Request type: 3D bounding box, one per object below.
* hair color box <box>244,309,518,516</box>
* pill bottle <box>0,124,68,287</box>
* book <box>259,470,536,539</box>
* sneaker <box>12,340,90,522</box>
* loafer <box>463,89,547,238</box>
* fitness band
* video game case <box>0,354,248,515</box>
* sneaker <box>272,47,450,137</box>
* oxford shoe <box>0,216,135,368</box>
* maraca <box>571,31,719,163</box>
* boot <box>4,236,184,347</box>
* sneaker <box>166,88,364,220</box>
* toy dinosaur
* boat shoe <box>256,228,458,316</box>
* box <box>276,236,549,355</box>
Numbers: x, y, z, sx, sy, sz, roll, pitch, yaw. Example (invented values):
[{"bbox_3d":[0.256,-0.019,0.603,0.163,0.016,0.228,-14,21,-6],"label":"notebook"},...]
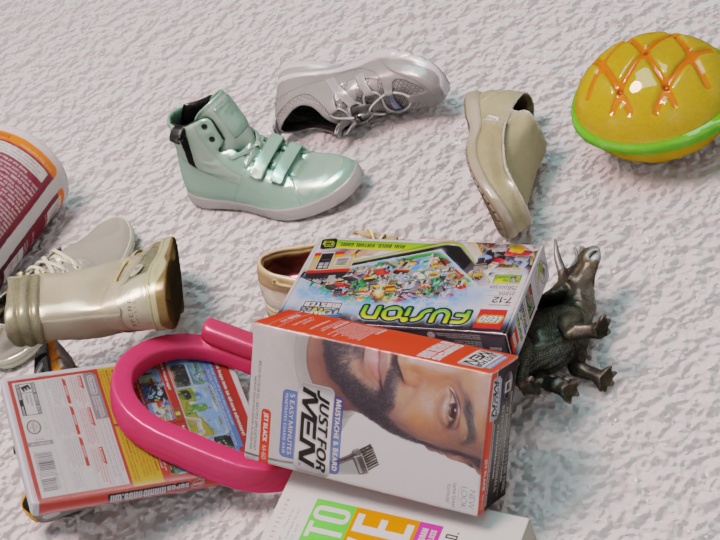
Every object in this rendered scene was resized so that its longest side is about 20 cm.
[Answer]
[{"bbox_3d":[0.014,0.104,1.225,0.198,0.112,0.064,10,13,23],"label":"hair color box"},{"bbox_3d":[-0.390,-0.042,1.633,0.113,0.115,0.201,5,47,30],"label":"pill bottle"},{"bbox_3d":[0.016,0.229,1.198,0.198,0.048,0.134,7,49,27],"label":"book"},{"bbox_3d":[-0.267,0.136,1.410,0.077,0.079,0.201,-30,38,6],"label":"sneaker"},{"bbox_3d":[0.136,-0.109,1.484,0.068,0.076,0.201,-20,39,13],"label":"loafer"},{"bbox_3d":[-0.111,0.111,1.346,0.198,0.038,0.144,20,43,12],"label":"fitness band"},{"bbox_3d":[-0.187,0.130,1.345,0.198,0.018,0.144,-7,43,-20],"label":"video game case"},{"bbox_3d":[0.000,-0.166,1.632,0.198,0.075,0.083,-3,57,32],"label":"sneaker"},{"bbox_3d":[-0.294,0.011,1.574,0.075,0.058,0.200,17,52,41],"label":"oxford shoe"},{"bbox_3d":[0.284,-0.156,1.440,0.198,0.107,0.138,-3,51,23],"label":"maraca"},{"bbox_3d":[-0.237,0.021,1.455,0.153,0.073,0.200,-9,10,-2],"label":"boot"},{"bbox_3d":[-0.100,-0.116,1.572,0.198,0.119,0.074,2,44,26],"label":"sneaker"},{"bbox_3d":[0.138,0.065,1.298,0.199,0.078,0.102,-36,33,-21],"label":"toy dinosaur"},{"bbox_3d":[0.000,0.000,1.433,0.198,0.070,0.074,-11,41,15],"label":"boat shoe"},{"bbox_3d":[0.042,0.023,1.296,0.198,0.035,0.111,2,40,23],"label":"box"}]
